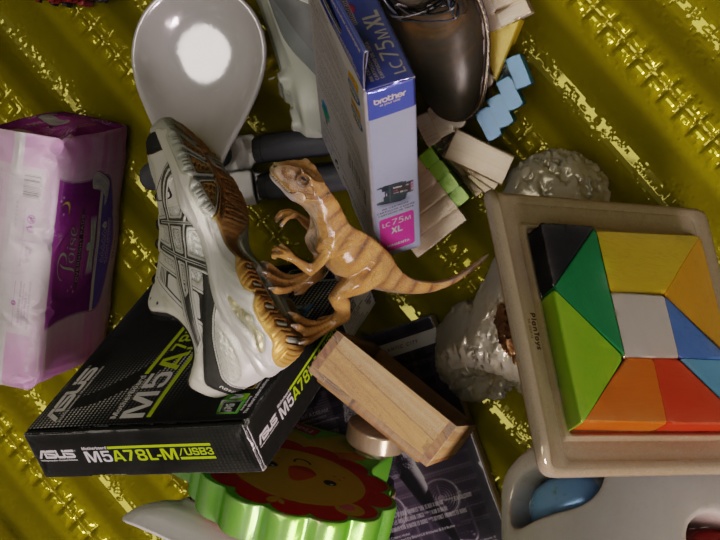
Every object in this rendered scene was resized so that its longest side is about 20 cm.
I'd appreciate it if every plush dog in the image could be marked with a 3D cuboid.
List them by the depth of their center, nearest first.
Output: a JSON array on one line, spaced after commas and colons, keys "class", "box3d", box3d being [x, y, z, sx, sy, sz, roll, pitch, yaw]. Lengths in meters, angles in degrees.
[{"class": "plush dog", "box3d": [0.162, 0.040, 1.163, 0.170, 0.161, 0.202, 19, 108, -13]}]

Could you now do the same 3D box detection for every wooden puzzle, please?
[{"class": "wooden puzzle", "box3d": [0.174, 0.038, 1.064, 0.037, 0.198, 0.187, -37, 55, 49]}]

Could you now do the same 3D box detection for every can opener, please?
[{"class": "can opener", "box3d": [-0.067, -0.076, 1.247, 0.198, 0.067, 0.054, -6, 98, 20]}]

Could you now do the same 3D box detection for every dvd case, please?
[{"class": "dvd case", "box3d": [0.023, 0.149, 1.282, 0.147, 0.016, 0.202, -19, 94, 22]}]

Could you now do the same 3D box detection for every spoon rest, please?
[{"class": "spoon rest", "box3d": [-0.112, -0.103, 1.197, 0.098, 0.061, 0.203, -2, 97, 7]}]

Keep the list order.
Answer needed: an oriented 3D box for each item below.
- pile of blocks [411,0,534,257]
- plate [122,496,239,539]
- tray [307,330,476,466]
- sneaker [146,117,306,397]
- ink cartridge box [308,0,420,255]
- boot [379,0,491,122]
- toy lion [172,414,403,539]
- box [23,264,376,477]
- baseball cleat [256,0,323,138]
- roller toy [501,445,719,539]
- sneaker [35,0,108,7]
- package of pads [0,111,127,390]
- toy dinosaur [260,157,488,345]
[{"class": "pile of blocks", "box3d": [0.081, -0.107, 1.193, 0.082, 0.062, 0.201, 29, 103, 7]}, {"class": "plate", "box3d": [-0.052, 0.206, 1.214, 0.198, 0.200, 0.033, 21, 84, 14]}, {"class": "tray", "box3d": [0.025, 0.090, 1.154, 0.098, 0.200, 0.037, 38, 92, 9]}, {"class": "sneaker", "box3d": [-0.114, -0.009, 1.119, 0.087, 0.075, 0.201, -34, 63, 18]}, {"class": "ink cartridge box", "box3d": [0.002, -0.115, 1.087, 0.042, 0.201, 0.120, -18, 54, -7]}, {"class": "boot", "box3d": [0.035, -0.171, 1.086, 0.074, 0.097, 0.202, -6, 120, 19]}, {"class": "toy lion", "box3d": [-0.062, 0.142, 1.198, 0.198, 0.191, 0.069, 18, 106, 19]}, {"class": "box", "box3d": [-0.111, 0.068, 1.200, 0.191, 0.200, 0.048, -3, 122, 30]}, {"class": "baseball cleat", "box3d": [-0.030, -0.199, 1.223, 0.105, 0.070, 0.202, -15, 88, -6]}, {"class": "roller toy", "box3d": [0.188, 0.186, 1.137, 0.197, 0.183, 0.141, 0, 60, 4]}, {"class": "sneaker", "box3d": [-0.192, -0.258, 1.266, 0.198, 0.079, 0.097, -7, 79, 16]}, {"class": "package of pads", "box3d": [-0.240, -0.017, 1.287, 0.075, 0.120, 0.202, 12, 103, 16]}, {"class": "toy dinosaur", "box3d": [0.000, 0.000, 1.080, 0.106, 0.200, 0.061, -34, 51, 18]}]
